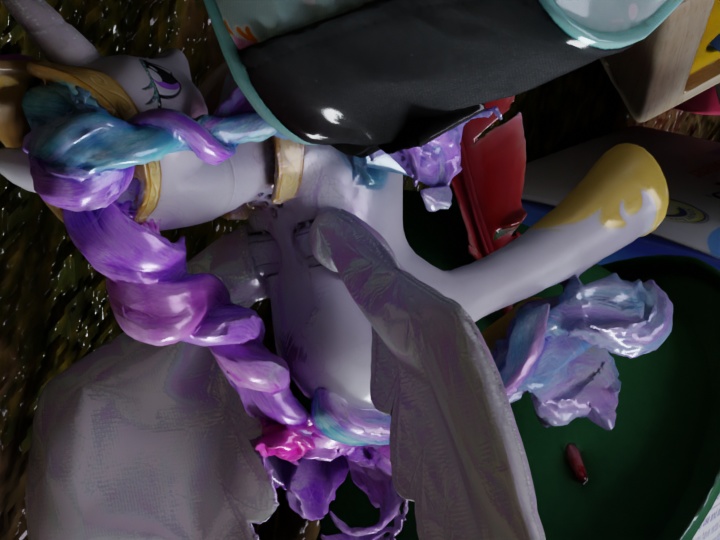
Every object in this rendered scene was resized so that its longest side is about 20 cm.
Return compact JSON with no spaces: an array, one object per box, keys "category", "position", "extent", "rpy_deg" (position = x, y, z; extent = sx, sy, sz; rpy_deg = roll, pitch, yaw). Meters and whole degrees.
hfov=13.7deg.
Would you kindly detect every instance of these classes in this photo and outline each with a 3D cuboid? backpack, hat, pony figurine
[{"category":"backpack","position":[0.023,-0.147,0.615],"extent":[0.176,0.153,0.200],"rpy_deg":[-37,100,-51]},{"category":"hat","position":[0.000,0.000,0.852],"extent":[0.176,0.166,0.200],"rpy_deg":[47,35,-26]},{"category":"pony figurine","position":[-0.006,0.010,0.722],"extent":[0.200,0.167,0.193],"rpy_deg":[-17,93,-49]}]

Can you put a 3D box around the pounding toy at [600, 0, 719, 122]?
[{"category":"pounding toy","position":[0.154,-0.128,0.830],"extent":[0.200,0.142,0.184],"rpy_deg":[-28,172,-2]}]

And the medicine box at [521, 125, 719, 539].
[{"category":"medicine box","position":[0.095,0.064,1.059],"extent":[0.182,0.103,0.200],"rpy_deg":[-21,124,-65]}]

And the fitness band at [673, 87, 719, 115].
[{"category":"fitness band","position":[0.138,-0.131,1.131],"extent":[0.200,0.037,0.144],"rpy_deg":[1,106,-68]}]

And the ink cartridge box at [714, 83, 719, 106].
[{"category":"ink cartridge box","position":[0.199,-0.060,1.046],"extent":[0.200,0.084,0.145],"rpy_deg":[33,38,-49]}]
